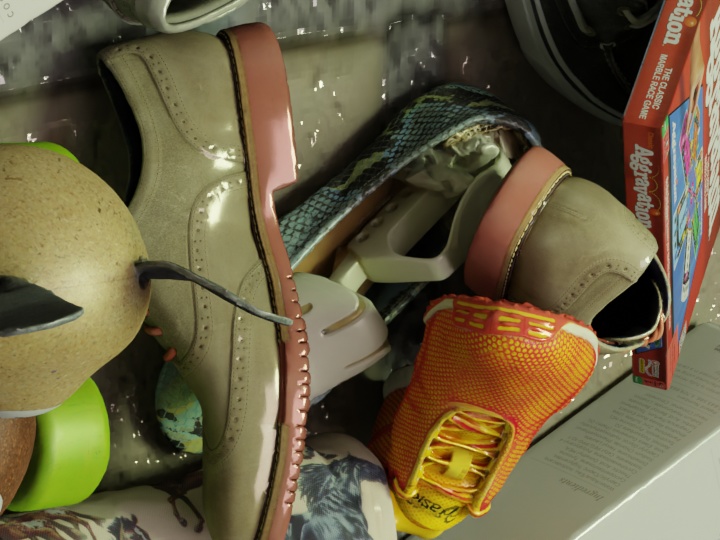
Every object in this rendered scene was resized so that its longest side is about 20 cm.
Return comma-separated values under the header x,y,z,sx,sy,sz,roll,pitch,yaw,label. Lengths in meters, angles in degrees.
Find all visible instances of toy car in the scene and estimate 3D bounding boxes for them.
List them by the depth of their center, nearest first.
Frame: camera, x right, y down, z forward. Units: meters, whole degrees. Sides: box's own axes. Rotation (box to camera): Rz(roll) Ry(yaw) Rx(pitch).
x,y,z,sx,sy,sz,roll,pitch,yaw,label
-0.120,0.022,0.917,0.164,0.200,0.158,-5,92,-42,toy car

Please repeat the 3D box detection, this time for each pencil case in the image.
x,y,z,sx,sy,sz,roll,pitch,yaw,label
-0.074,0.118,1.091,0.200,0.089,0.078,-11,76,-40,pencil case

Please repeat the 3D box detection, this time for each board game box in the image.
x,y,z,sx,sy,sz,roll,pitch,yaw,label
0.135,-0.044,1.184,0.200,0.019,0.103,79,27,-57,board game box

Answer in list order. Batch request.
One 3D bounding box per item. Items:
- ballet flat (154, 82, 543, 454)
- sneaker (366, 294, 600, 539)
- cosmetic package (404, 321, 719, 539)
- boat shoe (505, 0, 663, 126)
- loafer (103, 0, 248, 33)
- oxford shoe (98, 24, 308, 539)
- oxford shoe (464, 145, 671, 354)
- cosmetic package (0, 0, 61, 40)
x,y,z,sx,sy,sz,roll,pitch,yaw,label
0.000,0.000,1.122,0.200,0.074,0.074,-49,131,-18,ballet flat
0.047,0.062,1.109,0.073,0.200,0.077,14,68,-4,sneaker
0.120,0.120,1.270,0.200,0.074,0.102,-32,124,-28,cosmetic package
0.100,-0.127,1.162,0.072,0.071,0.200,-51,134,-17,boat shoe
-0.010,-0.151,1.030,0.200,0.070,0.070,-37,137,-9,loafer
-0.062,0.010,1.043,0.075,0.070,0.200,-3,82,-15,oxford shoe
0.087,0.019,1.154,0.071,0.075,0.200,-57,166,-12,oxford shoe
-0.086,-0.176,0.946,0.200,0.085,0.108,-37,130,-13,cosmetic package
